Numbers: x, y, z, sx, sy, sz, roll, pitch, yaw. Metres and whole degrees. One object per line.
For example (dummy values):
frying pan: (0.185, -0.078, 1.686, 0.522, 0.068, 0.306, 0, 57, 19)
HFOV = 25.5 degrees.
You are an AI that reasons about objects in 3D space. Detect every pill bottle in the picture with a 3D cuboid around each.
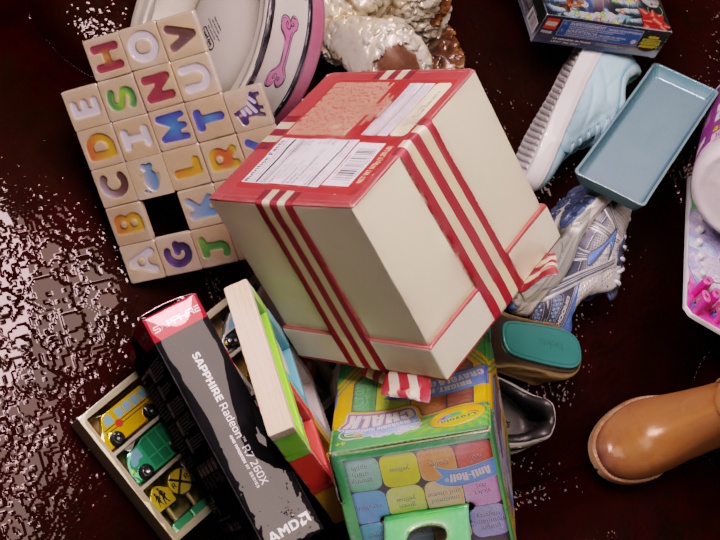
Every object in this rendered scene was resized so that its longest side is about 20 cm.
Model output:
pill bottle: (0.379, -0.125, 1.509, 0.112, 0.112, 0.200, 36, 38, -9)

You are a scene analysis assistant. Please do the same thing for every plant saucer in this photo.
plant saucer: (0.264, -0.124, 1.462, 0.070, 0.019, 0.200, 27, 48, 14)

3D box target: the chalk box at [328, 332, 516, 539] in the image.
chalk box: (0.049, 0.150, 1.197, 0.123, 0.200, 0.125, -10, 114, 7)

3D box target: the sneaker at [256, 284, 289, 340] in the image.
sneaker: (0.000, 0.000, 1.328, 0.199, 0.087, 0.075, -19, 73, -37)

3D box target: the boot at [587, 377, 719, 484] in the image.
boot: (0.312, 0.129, 1.395, 0.199, 0.155, 0.077, -7, 76, -25)

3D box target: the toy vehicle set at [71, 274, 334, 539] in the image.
toy vehicle set: (-0.119, 0.110, 1.286, 0.200, 0.026, 0.124, -40, 92, -29)

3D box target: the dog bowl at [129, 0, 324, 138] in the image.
dog bowl: (-0.108, -0.193, 1.305, 0.073, 0.199, 0.202, 11, 68, -41)

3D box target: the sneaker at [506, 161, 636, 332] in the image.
sneaker: (0.207, -0.017, 1.454, 0.085, 0.077, 0.200, 47, 68, -14)

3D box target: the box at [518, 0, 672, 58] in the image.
box: (0.207, -0.296, 1.523, 0.136, 0.040, 0.201, 4, 53, -23)

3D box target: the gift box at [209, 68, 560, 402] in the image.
gift box: (0.029, -0.023, 1.175, 0.185, 0.199, 0.187, -46, 125, -25)

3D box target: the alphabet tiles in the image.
alphabet tiles: (-0.141, -0.096, 1.245, 0.008, 0.166, 0.201, -54, 129, -63)

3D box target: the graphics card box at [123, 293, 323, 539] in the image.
graphics card box: (-0.107, 0.123, 1.198, 0.051, 0.125, 0.201, -26, 84, -19)

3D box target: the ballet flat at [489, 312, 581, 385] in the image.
ballet flat: (0.101, 0.062, 1.362, 0.199, 0.063, 0.069, 21, 58, -30)

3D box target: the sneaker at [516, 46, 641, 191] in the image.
sneaker: (0.212, -0.142, 1.488, 0.082, 0.074, 0.201, 33, 63, -5)

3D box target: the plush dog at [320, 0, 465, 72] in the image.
plush dog: (0.018, -0.247, 1.421, 0.171, 0.160, 0.202, -11, 94, -44)

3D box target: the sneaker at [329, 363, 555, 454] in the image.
sneaker: (0.074, 0.103, 1.325, 0.199, 0.088, 0.076, 14, 74, -26)

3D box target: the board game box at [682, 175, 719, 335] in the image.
board game box: (0.394, 0.012, 1.502, 0.199, 0.026, 0.201, 29, 42, -13)

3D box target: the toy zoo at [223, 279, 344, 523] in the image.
toy zoo: (-0.047, 0.108, 1.209, 0.020, 0.200, 0.132, -22, 56, 4)
